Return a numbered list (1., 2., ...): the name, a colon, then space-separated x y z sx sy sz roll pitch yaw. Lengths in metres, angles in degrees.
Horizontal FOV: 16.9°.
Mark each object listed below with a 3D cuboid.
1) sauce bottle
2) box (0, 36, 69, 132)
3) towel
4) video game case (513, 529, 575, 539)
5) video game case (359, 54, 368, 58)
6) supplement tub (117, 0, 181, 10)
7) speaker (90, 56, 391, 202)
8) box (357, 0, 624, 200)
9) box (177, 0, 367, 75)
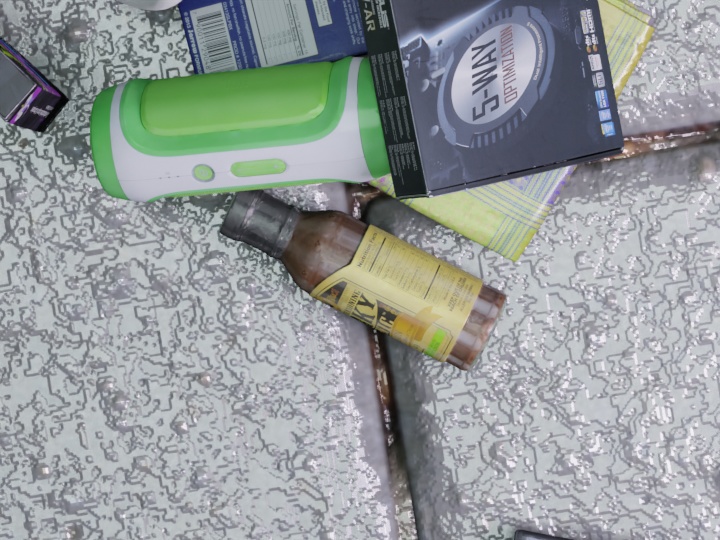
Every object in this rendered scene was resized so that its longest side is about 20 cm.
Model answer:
1. sauce bottle: 0.000 0.000 1.654 0.199 0.065 0.065 26 93 1
2. box: -0.261 -0.152 1.581 0.143 0.200 0.036 42 89 -2
3. towel: 0.097 -0.123 1.645 0.143 0.023 0.201 28 94 -1
4. video game case: 0.187 0.284 1.648 0.199 0.026 0.182 10 83 11
5. video game case: 0.066 -0.225 1.662 0.199 0.023 0.183 -29 92 3
6. supplement tub: -0.127 -0.288 1.584 0.144 0.144 0.201 33 74 -1
7. speaker: -0.075 -0.094 1.614 0.199 0.088 0.089 -5 93 12
8. box: 0.080 -0.158 1.572 0.159 0.043 0.201 -13 95 -29
9. box: -0.029 -0.200 1.633 0.199 0.032 0.122 -12 93 19
